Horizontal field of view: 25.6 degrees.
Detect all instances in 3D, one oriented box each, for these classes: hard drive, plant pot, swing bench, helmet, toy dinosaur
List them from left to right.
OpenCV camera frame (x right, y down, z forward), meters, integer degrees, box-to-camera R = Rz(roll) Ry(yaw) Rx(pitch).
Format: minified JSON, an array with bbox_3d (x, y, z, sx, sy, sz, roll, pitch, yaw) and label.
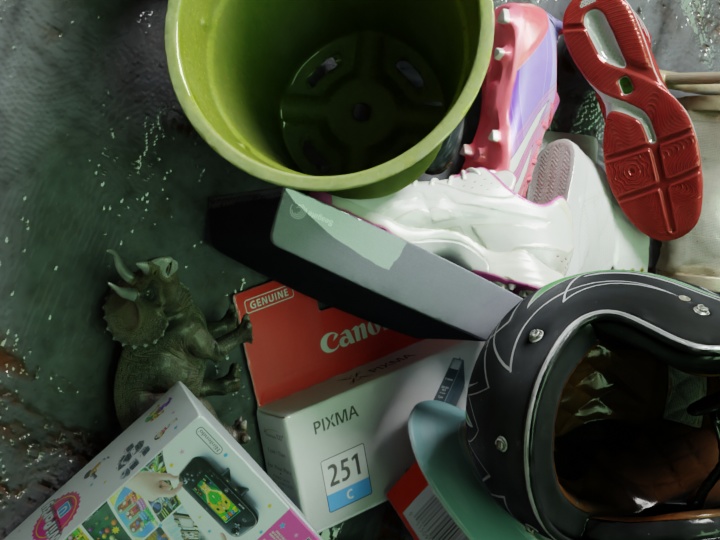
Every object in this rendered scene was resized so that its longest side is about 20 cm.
[{"bbox_3d":[-0.126,0.072,1.061,0.101,0.077,0.202,-3,111,-19],"label":"toy dinosaur"},{"bbox_3d":[-0.007,-0.127,1.028,0.190,0.198,0.202,55,54,-77],"label":"plant pot"},{"bbox_3d":[0.000,0.000,1.086,0.199,0.134,0.043,25,78,-27],"label":"hard drive"},{"bbox_3d":[0.165,0.091,1.037,0.200,0.189,0.203,3,90,-75],"label":"helmet"},{"bbox_3d":[0.332,-0.060,1.341,0.199,0.129,0.201,6,90,-42],"label":"swing bench"}]

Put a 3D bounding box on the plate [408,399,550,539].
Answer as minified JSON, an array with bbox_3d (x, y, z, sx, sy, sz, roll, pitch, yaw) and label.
[{"bbox_3d":[0.114,0.162,1.117,0.199,0.201,0.026,33,111,-34],"label":"plate"}]

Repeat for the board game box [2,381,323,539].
[{"bbox_3d":[-0.140,0.194,1.021,0.200,0.064,0.148,-42,118,-3],"label":"board game box"}]

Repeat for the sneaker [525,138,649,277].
[{"bbox_3d":[0.172,0.013,1.223,0.115,0.073,0.202,29,68,-34],"label":"sneaker"}]

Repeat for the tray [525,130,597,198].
[{"bbox_3d":[0.150,-0.011,1.274,0.107,0.022,0.202,3,93,-35],"label":"tray"}]

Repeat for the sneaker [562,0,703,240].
[{"bbox_3d":[0.226,-0.129,1.249,0.115,0.078,0.202,-32,106,-67],"label":"sneaker"}]

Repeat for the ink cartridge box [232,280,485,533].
[{"bbox_3d":[0.013,0.075,1.168,0.199,0.045,0.178,-21,107,-33],"label":"ink cartridge box"}]

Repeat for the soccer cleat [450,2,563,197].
[{"bbox_3d":[0.119,-0.104,1.215,0.076,0.067,0.202,9,86,-30],"label":"soccer cleat"}]

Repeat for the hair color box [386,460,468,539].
[{"bbox_3d":[0.121,0.201,1.187,0.064,0.111,0.199,-48,142,15],"label":"hair color box"}]

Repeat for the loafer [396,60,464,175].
[{"bbox_3d":[0.049,-0.170,1.168,0.072,0.072,0.202,33,63,-74],"label":"loafer"}]

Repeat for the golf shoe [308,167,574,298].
[{"bbox_3d":[0.062,-0.039,1.147,0.198,0.075,0.092,21,77,-5],"label":"golf shoe"}]
